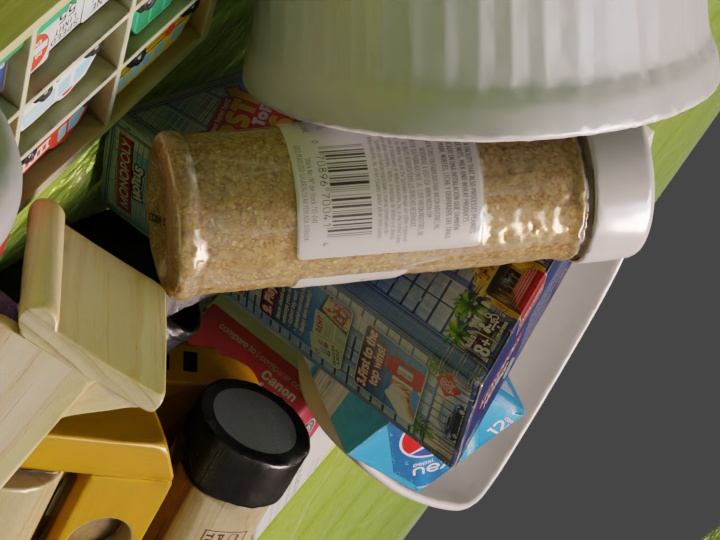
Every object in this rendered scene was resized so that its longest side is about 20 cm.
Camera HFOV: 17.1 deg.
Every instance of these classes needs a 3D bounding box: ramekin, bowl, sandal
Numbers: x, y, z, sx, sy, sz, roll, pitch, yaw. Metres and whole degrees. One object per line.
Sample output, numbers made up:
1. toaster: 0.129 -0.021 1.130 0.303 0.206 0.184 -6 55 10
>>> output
1. ramekin: 0.049 -0.126 0.983 0.200 0.199 0.099 -36 129 -59
2. bowl: 0.047 0.015 1.243 0.201 0.074 0.200 -60 154 -3
3. sandal: -0.114 0.017 1.049 0.200 0.075 0.048 -27 138 -49

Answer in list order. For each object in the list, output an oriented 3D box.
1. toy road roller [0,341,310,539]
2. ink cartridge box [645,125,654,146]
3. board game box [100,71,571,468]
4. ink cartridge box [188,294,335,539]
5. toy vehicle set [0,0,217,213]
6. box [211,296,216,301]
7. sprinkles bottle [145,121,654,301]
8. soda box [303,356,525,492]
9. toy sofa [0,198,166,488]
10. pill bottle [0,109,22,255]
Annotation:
1. toy road roller: -0.134 0.078 1.110 0.199 0.146 0.123 6 128 -34
2. ink cartridge box: 0.145 -0.091 1.726 0.068 0.116 0.200 -51 169 -11
3. board game box: -0.002 -0.040 1.055 0.200 0.199 0.062 -57 168 -41
4. ink cartridge box: -0.024 0.033 1.346 0.200 0.083 0.145 -49 167 -23
5. toy vehicle set: -0.115 -0.077 0.878 0.200 0.026 0.125 -47 167 -34
6. box: -0.008 -0.075 1.364 0.200 0.021 0.164 -46 166 -35
7. sprinkles bottle: 0.016 -0.031 0.962 0.198 0.069 0.068 -5 151 -15
8. soda box: 0.000 0.000 1.122 0.068 0.201 0.064 -37 142 16
9. toy sofa: -0.167 0.068 0.917 0.200 0.097 0.083 -49 -159 21
10. pill bottle: -0.180 0.029 0.684 0.116 0.116 0.201 -38 161 -55
